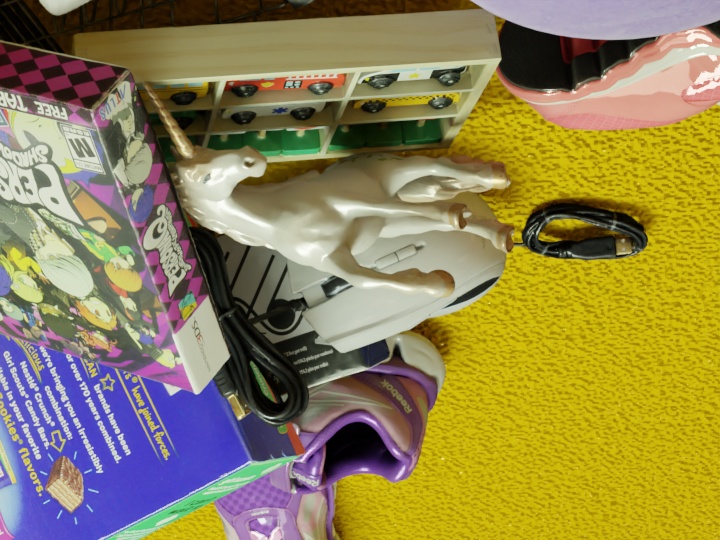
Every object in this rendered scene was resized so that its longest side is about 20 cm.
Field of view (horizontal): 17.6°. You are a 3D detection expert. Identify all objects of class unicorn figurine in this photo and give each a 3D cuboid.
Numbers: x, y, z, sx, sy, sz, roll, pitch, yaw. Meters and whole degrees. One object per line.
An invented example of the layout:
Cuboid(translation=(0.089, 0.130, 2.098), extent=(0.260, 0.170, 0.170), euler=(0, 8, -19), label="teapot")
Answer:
Cuboid(translation=(-0.008, -0.032, 1.120), extent=(0.137, 0.074, 0.200), euler=(11, -179, 21), label="unicorn figurine")

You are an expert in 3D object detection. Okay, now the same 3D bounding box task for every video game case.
Cuboid(translation=(-0.170, -0.036, 1.115), extent=(0.200, 0.036, 0.182), euler=(15, 140, 30), label="video game case")

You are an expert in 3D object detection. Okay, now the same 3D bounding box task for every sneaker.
Cuboid(translation=(-0.050, 0.085, 1.345), extent=(0.200, 0.089, 0.081), euler=(0, 144, -1), label="sneaker")
Cuboid(translation=(0.170, -0.114, 1.143), extent=(0.200, 0.074, 0.087), euler=(-10, 155, 15), label="sneaker")
Cuboid(translation=(-0.050, 0.178, 1.476), extent=(0.080, 0.089, 0.200), euler=(-6, 141, 7), label="sneaker")

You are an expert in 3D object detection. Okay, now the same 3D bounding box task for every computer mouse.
Cuboid(translation=(0.000, 0.000, 1.204), extent=(0.200, 0.110, 0.044), euler=(-24, 174, -30), label="computer mouse")
Cuboid(translation=(0.060, -0.003, 1.293), extent=(0.199, 0.034, 0.059), euler=(-8, 141, 6), label="computer mouse")

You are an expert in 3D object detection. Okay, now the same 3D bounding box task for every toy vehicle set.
Cuboid(translation=(-0.042, -0.085, 1.131), extent=(0.199, 0.027, 0.124), euler=(-5, 164, -10), label="toy vehicle set")

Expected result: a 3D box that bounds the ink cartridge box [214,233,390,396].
Cuboid(translation=(-0.093, 0.036, 1.283), extent=(0.200, 0.094, 0.044), euler=(-19, -179, 20), label="ink cartridge box")

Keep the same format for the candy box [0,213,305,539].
Cuboid(translation=(-0.157, 0.066, 1.242), extent=(0.200, 0.169, 0.077), euler=(-28, 172, 20), label="candy box")

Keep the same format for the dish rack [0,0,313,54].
Cuboid(translation=(-0.124, -0.158, 1.069), extent=(0.200, 0.055, 0.153), euler=(-14, 139, 18), label="dish rack")

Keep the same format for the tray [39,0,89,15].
Cuboid(translation=(-0.145, -0.203, 0.973), extent=(0.107, 0.022, 0.200), euler=(-24, 115, 24), label="tray")

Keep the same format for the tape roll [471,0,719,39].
Cuboid(translation=(0.115, -0.198, 1.004), extent=(0.199, 0.085, 0.200), euler=(-2, 143, -2), label="tape roll")
